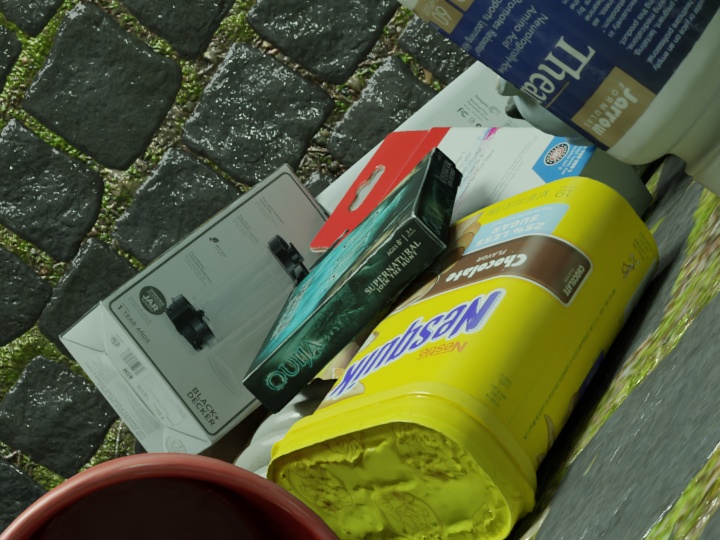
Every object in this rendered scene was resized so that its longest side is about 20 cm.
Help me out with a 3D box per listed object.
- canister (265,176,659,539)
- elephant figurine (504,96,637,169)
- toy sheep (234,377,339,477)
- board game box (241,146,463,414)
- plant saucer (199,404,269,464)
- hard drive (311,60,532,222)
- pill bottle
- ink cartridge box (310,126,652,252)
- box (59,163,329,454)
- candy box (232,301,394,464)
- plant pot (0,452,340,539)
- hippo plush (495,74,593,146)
[{"bbox_3d":[0.057,0.050,1.020,0.148,0.087,0.200,-22,23,46],"label":"canister"},{"bbox_3d":[0.175,-0.120,1.361,0.200,0.155,0.142,108,151,-58],"label":"elephant figurine"},{"bbox_3d":[-0.014,0.138,1.106,0.138,0.138,0.200,-53,18,42],"label":"toy sheep"},{"bbox_3d":[0.000,0.000,1.143,0.135,0.028,0.200,-45,6,13],"label":"board game box"},{"bbox_3d":[-0.068,0.138,1.382,0.200,0.034,0.200,-38,-16,-13],"label":"plant saucer"},{"bbox_3d":[0.077,-0.057,1.389,0.200,0.132,0.027,-42,-11,-32],"label":"hard drive"},{"bbox_3d":[0.125,-0.122,0.967,0.111,0.200,0.111,-55,1,2],"label":"pill bottle"},{"bbox_3d":[0.074,-0.030,1.275,0.200,0.067,0.116,5,52,48],"label":"ink cartridge box"},{"bbox_3d":[-0.086,0.029,1.291,0.060,0.117,0.200,-36,4,47],"label":"box"},{"bbox_3d":[-0.009,0.123,1.251,0.055,0.115,0.200,14,-63,-48],"label":"candy box"},{"bbox_3d":[-0.095,0.172,0.936,0.201,0.200,0.177,-55,10,-1],"label":"plant pot"},{"bbox_3d":[0.166,-0.145,1.172,0.161,0.159,0.200,-48,44,24],"label":"hippo plush"}]
